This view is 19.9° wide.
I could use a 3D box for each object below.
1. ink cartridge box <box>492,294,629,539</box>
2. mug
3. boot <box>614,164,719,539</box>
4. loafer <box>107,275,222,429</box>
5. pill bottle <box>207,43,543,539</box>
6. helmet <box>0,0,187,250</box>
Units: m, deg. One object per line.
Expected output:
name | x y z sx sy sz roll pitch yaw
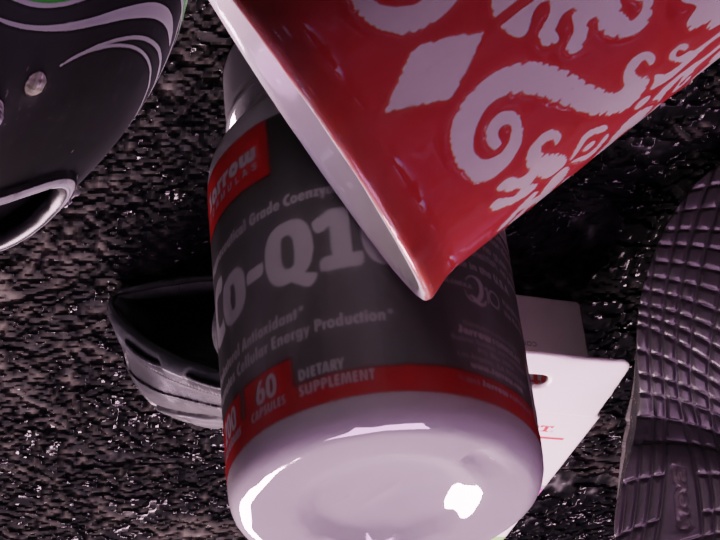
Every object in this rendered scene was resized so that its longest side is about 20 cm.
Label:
ink cartridge box | 0.038 0.067 0.991 0.116 0.068 0.200 7 143 -18
mug | 0.059 -0.110 0.642 0.199 0.134 0.178 -34 151 -3
boot | 0.155 0.039 0.962 0.069 0.201 0.132 18 -172 4
loafer | -0.035 0.033 0.880 0.200 0.068 0.070 0 138 45
pill bottle | 0.000 0.000 0.772 0.113 0.201 0.114 -5 145 -3
helmet | -0.140 -0.103 0.607 0.199 0.201 0.191 -20 176 16
